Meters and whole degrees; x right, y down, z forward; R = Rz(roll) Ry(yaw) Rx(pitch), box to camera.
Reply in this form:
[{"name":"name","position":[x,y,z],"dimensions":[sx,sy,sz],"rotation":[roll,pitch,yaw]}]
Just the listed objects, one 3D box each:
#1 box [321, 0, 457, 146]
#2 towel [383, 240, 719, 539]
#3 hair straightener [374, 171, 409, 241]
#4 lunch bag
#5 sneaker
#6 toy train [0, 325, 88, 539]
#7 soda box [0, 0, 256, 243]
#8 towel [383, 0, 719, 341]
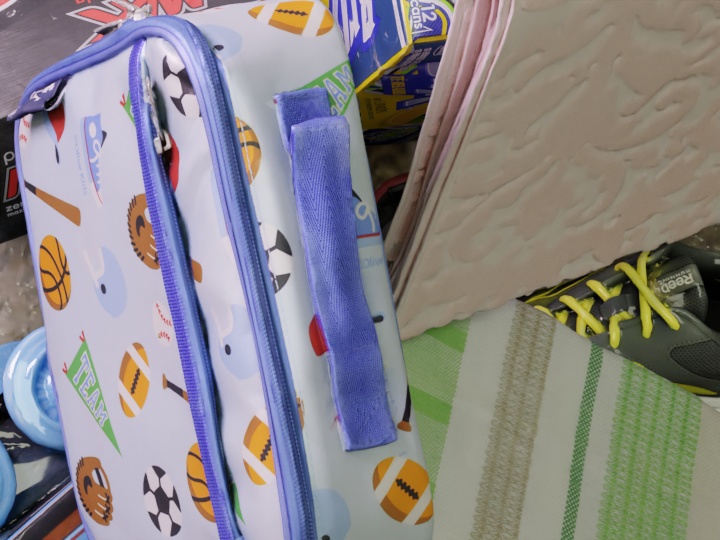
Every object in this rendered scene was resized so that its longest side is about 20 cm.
[{"name":"box","position":[0.015,-0.098,1.013],"dimensions":[0.064,0.200,0.070],"rotation":[-9,84,-15]},{"name":"towel","position":[0.078,0.084,0.981],"dimensions":[0.200,0.031,0.149],"rotation":[29,41,-11]},{"name":"hair straightener","position":[0.000,0.000,1.044],"dimensions":[0.199,0.041,0.077],"rotation":[-15,45,2]},{"name":"lunch bag","position":[-0.047,0.008,0.861],"dimensions":[0.075,0.160,0.201],"rotation":[-13,91,-29]},{"name":"sneaker","position":[0.098,0.022,1.068],"dimensions":[0.199,0.085,0.075],"rotation":[-7,56,-20]},{"name":"toy train","position":[-0.095,0.072,0.965],"dimensions":[0.200,0.087,0.114],"rotation":[-42,98,-23]},{"name":"soda box","position":[-0.128,-0.058,0.966],"dimensions":[0.199,0.063,0.071],"rotation":[-20,51,-11]},{"name":"towel","position":[0.101,-0.069,0.947],"dimensions":[0.200,0.191,0.032],"rotation":[-19,57,-33]}]
